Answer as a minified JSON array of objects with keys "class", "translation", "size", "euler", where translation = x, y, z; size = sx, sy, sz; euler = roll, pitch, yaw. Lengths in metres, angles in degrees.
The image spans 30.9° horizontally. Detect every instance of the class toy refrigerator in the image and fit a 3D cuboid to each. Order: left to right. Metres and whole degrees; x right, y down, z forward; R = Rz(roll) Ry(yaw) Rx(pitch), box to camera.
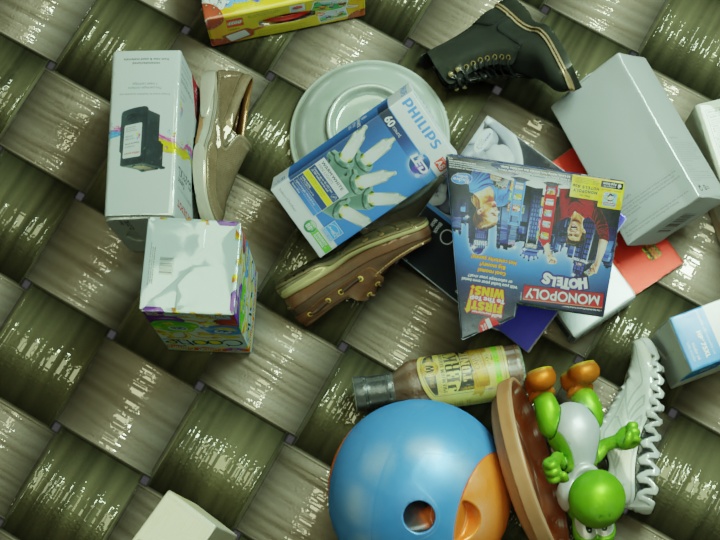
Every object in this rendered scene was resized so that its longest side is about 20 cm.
[{"class":"toy refrigerator","translation":[-0.190,0.289,1.391],"size":[0.070,0.200,0.076],"euler":[34,79,9]}]

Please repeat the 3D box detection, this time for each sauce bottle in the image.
[{"class":"sauce bottle","translation":[0.090,0.130,1.498],"size":[0.198,0.065,0.065],"euler":[-10,76,-2]}]

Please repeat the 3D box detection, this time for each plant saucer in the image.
[{"class":"plant saucer","translation":[0.011,-0.169,1.581],"size":[0.198,0.050,0.202],"euler":[0,76,1]},{"class":"plant saucer","translation":[0.182,0.216,1.410],"size":[0.032,0.200,0.202],"euler":[-17,76,13]}]

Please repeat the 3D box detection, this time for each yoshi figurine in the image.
[{"class":"yoshi figurine","translation":[0.245,0.199,1.417],"size":[0.112,0.112,0.202],"euler":[-21,71,28]}]

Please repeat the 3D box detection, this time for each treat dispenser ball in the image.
[{"class":"treat dispenser ball","translation":[0.063,0.240,1.400],"size":[0.199,0.201,0.203],"euler":[0,76,1]}]

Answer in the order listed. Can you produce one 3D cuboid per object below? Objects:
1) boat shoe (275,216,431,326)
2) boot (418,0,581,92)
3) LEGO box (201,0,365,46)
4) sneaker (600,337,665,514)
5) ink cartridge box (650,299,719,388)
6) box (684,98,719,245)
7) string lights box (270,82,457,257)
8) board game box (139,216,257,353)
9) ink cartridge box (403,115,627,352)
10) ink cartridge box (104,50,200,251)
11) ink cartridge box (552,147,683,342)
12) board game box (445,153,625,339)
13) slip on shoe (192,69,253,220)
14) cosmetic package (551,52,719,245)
[{"class":"boat shoe","translation":[0.000,0.000,1.519],"size":[0.199,0.072,0.068],"euler":[-27,99,14]},{"class":"boot","translation":[0.166,-0.239,1.556],"size":[0.138,0.078,0.200],"euler":[-30,35,-2]},{"class":"LEGO box","translation":[-0.106,-0.380,1.621],"size":[0.198,0.077,0.150],"euler":[-12,76,-2]},{"class":"sneaker","translation":[0.305,0.173,1.485],"size":[0.080,0.075,0.202],"euler":[5,75,11]},{"class":"ink cartridge box","translation":[0.443,0.063,1.483],"size":[0.199,0.116,0.068],"euler":[-20,76,-4]},{"class":"box","translation":[0.460,-0.104,1.544],"size":[0.094,0.078,0.202],"euler":[-12,76,-2]},{"class":"string lights box","translation":[0.005,-0.117,1.516],"size":[0.199,0.059,0.103],"euler":[-34,105,11]},{"class":"board game box","translation":[-0.176,0.021,1.457],"size":[0.102,0.200,0.106],"euler":[3,75,1]},{"class":"ink cartridge box","translation":[0.171,-0.041,1.507],"size":[0.200,0.043,0.199],"euler":[37,101,15]},{"class":"ink cartridge box","translation":[-0.239,-0.136,1.526],"size":[0.082,0.146,0.202],"euler":[-1,76,3]},{"class":"ink cartridge box","translation":[0.264,-0.043,1.551],"size":[0.173,0.044,0.201],"euler":[-34,78,-6]},{"class":"board game box","translation":[0.180,-0.016,1.450],"size":[0.198,0.062,0.202],"euler":[10,98,9]},{"class":"slip on shoe","translation":[-0.162,-0.148,1.568],"size":[0.060,0.076,0.202],"euler":[-1,68,7]},{"class":"cosmetic package","translation":[0.324,-0.141,1.525],"size":[0.113,0.081,0.201],"euler":[-35,69,35]}]
